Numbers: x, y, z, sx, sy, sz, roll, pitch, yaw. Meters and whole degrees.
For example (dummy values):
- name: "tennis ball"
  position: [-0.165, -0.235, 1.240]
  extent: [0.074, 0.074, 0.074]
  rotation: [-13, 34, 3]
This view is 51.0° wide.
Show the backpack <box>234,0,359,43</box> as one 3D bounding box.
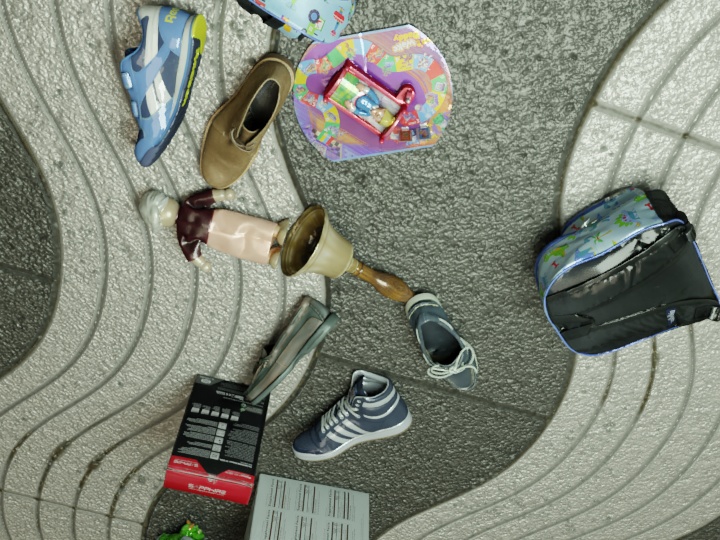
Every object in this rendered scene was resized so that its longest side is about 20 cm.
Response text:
- name: "backpack"
  position: [-0.069, -0.323, 0.756]
  extent: [0.182, 0.200, 0.135]
  rotation: [31, 119, -16]

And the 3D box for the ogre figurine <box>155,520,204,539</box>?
- name: "ogre figurine"
  position: [-0.309, 0.528, 1.369]
  extent: [0.098, 0.200, 0.120]
  rotation: [-41, 103, -17]

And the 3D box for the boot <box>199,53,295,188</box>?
- name: "boot"
  position: [-0.149, -0.171, 0.932]
  extent: [0.073, 0.076, 0.200]
  rotation: [27, 124, -17]

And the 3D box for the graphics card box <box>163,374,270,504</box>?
- name: "graphics card box"
  position: [-0.210, 0.248, 1.133]
  extent: [0.125, 0.200, 0.051]
  rotation: [14, 123, -8]

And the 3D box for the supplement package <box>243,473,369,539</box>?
- name: "supplement package"
  position: [-0.103, 0.487, 1.315]
  extent: [0.199, 0.147, 0.192]
  rotation: [12, 123, -7]

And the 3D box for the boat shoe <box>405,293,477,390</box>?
- name: "boat shoe"
  position: [0.127, 0.119, 1.110]
  extent: [0.074, 0.062, 0.201]
  rotation: [-21, 127, 7]

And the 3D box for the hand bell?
- name: "hand bell"
  position: [0.000, 0.000, 1.043]
  extent: [0.199, 0.104, 0.104]
  rotation: [27, 121, -28]

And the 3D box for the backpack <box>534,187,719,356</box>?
- name: "backpack"
  position: [0.332, 0.006, 0.983]
  extent: [0.199, 0.147, 0.183]
  rotation: [-27, 119, 14]

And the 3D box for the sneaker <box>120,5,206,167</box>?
- name: "sneaker"
  position: [-0.247, -0.222, 0.908]
  extent: [0.082, 0.074, 0.201]
  rotation: [19, 114, -8]

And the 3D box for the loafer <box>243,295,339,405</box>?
- name: "loafer"
  position: [-0.115, 0.118, 1.133]
  extent: [0.063, 0.072, 0.200]
  rotation: [44, 109, -1]

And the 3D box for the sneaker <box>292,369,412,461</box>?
- name: "sneaker"
  position: [-0.027, 0.226, 1.186]
  extent: [0.199, 0.070, 0.109]
  rotation: [-19, 126, 6]

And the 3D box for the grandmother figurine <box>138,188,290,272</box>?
- name: "grandmother figurine"
  position: [-0.203, -0.057, 1.023]
  extent: [0.199, 0.061, 0.122]
  rotation: [18, 95, -6]

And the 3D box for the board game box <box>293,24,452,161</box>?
- name: "board game box"
  position: [0.014, -0.206, 0.922]
  extent: [0.198, 0.039, 0.159]
  rotation: [-8, 122, 7]
